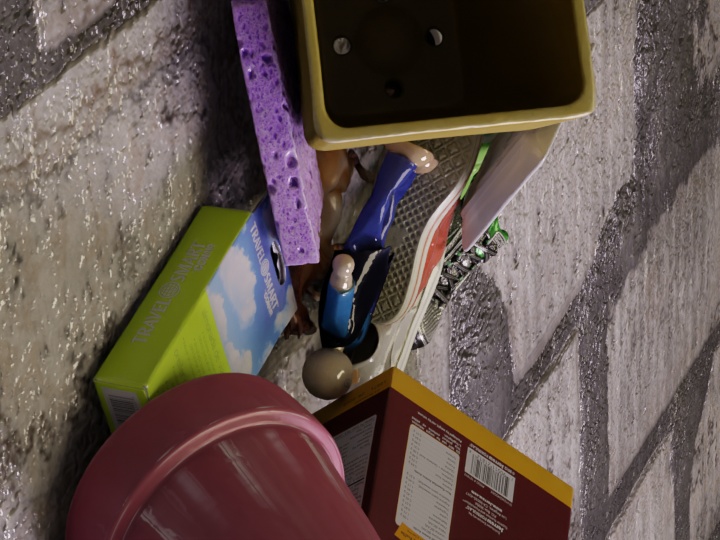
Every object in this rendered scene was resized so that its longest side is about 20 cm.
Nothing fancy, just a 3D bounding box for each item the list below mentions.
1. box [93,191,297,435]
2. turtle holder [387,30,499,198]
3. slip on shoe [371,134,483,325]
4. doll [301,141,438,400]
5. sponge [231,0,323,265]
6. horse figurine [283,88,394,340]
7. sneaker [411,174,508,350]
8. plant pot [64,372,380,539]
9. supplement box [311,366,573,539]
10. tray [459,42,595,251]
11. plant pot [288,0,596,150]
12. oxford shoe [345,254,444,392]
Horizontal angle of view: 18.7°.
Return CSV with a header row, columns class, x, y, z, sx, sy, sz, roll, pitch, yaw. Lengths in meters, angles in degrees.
class,x,y,z,sx,sy,sz,roll,pitch,yaw
box,-0.112,0.050,1.528,0.123,0.047,0.201,78,30,-42
turtle holder,0.065,-0.146,1.780,0.131,0.141,0.186,3,130,-53
slip on shoe,0.047,-0.054,1.718,0.061,0.074,0.202,-16,127,-69
doll,0.000,0.000,1.639,0.136,0.048,0.202,34,76,-82
sponge,-0.057,-0.117,1.546,0.112,0.030,0.202,-86,168,-63
horse figurine,-0.026,-0.048,1.686,0.132,0.049,0.202,3,100,-71
sneaker,0.077,-0.022,1.884,0.201,0.084,0.078,-69,154,-24
plant pot,-0.068,0.196,1.432,0.199,0.179,0.202,-22,130,-28
supplement box,0.040,0.223,1.629,0.197,0.132,0.201,35,45,-26
tray,0.119,-0.094,1.653,0.108,0.022,0.200,-66,-175,-24
plant pot,0.038,-0.179,1.536,0.200,0.192,0.198,146,-62,-78
oxford shoe,0.019,0.014,1.794,0.058,0.075,0.202,34,65,-38
